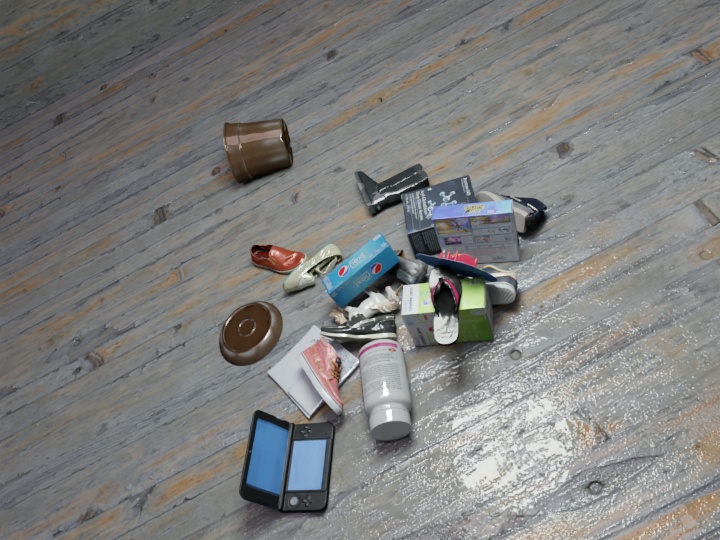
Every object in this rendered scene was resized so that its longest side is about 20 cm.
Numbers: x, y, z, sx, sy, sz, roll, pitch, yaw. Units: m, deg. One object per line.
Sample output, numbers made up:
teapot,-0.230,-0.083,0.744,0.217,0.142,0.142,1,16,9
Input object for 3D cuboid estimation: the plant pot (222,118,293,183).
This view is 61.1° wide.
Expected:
plant pot,-0.335,-0.412,2.038,0.192,0.203,0.204,-12,50,5

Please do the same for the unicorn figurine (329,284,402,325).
unicorn figurine,0.022,0.085,1.591,0.201,0.074,0.138,-48,50,5

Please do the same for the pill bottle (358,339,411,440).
pill bottle,0.058,0.272,1.397,0.110,0.114,0.204,-16,50,10

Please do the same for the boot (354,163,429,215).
boot,0.093,-0.271,1.822,0.196,0.066,0.168,-27,57,6

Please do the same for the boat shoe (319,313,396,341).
boat shoe,-0.006,0.143,1.533,0.194,0.072,0.070,-2,76,6

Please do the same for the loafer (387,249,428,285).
loafer,0.096,-0.023,1.624,0.198,0.073,0.073,32,89,27

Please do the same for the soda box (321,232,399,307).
soda box,0.000,0.000,1.569,0.198,0.068,0.065,-38,41,4

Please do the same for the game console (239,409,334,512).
game console,-0.160,0.423,1.373,0.166,0.119,0.204,-8,53,17

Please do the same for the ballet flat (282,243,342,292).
ballet flat,-0.133,0.001,1.717,0.199,0.068,0.062,-42,60,-11

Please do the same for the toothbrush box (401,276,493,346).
toothbrush box,0.208,0.100,1.443,0.194,0.147,0.088,-5,53,18

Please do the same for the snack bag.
snack bag,-0.122,0.246,1.554,0.188,0.022,0.199,-44,51,-12

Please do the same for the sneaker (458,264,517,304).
sneaker,0.291,0.038,1.501,0.195,0.080,0.080,0,43,30

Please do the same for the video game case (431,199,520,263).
video game case,0.292,-0.092,1.527,0.194,0.183,0.046,-3,52,20

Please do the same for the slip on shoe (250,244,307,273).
slip on shoe,-0.244,-0.039,1.796,0.195,0.062,0.075,9,57,27

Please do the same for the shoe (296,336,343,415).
shoe,-0.075,0.248,1.474,0.090,0.072,0.200,-37,49,-5

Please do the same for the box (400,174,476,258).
box,0.220,-0.144,1.647,0.195,0.108,0.151,-15,50,11

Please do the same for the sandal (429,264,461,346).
sandal,0.188,0.067,1.350,0.073,0.045,0.204,-10,53,16

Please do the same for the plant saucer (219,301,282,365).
plant saucer,-0.310,0.165,1.690,0.195,0.032,0.204,-11,53,15

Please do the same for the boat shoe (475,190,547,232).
boat shoe,0.403,-0.167,1.623,0.091,0.076,0.199,-24,41,-25

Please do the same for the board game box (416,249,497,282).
board game box,0.226,-0.023,1.416,0.197,0.157,0.040,13,82,40
